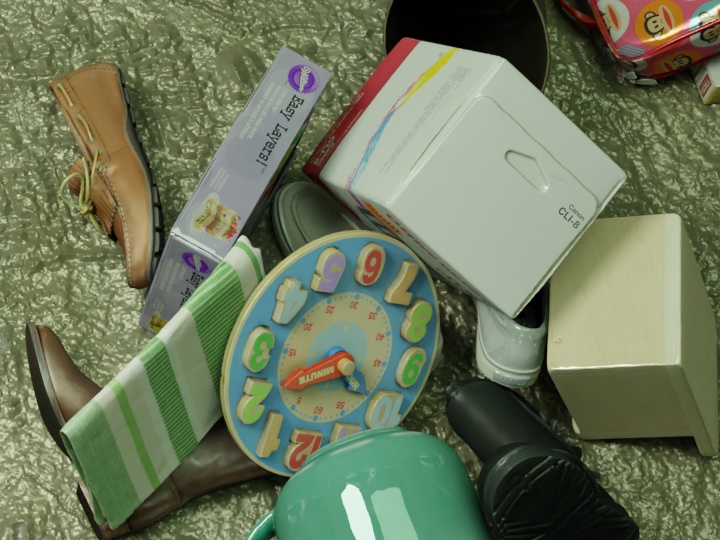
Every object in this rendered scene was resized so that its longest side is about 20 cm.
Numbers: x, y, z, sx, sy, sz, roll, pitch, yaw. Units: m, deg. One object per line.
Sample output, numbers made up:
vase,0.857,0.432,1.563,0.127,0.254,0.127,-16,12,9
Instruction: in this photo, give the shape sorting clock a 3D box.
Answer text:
shape sorting clock,-0.019,0.066,1.446,0.200,0.200,0.039,-28,39,-23

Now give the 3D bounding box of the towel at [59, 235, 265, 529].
towel,-0.133,0.083,1.386,0.023,0.153,0.200,32,64,24

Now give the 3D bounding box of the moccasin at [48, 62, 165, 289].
moccasin,-0.207,-0.075,1.545,0.078,0.074,0.202,-15,72,-10

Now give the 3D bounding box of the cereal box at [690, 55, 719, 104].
cereal box,0.355,-0.258,1.780,0.144,0.040,0.200,-12,68,-16

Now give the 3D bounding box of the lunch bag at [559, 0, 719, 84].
lunch bag,0.261,-0.275,1.720,0.176,0.082,0.200,-23,67,16

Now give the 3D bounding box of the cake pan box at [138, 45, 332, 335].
cake pan box,-0.099,-0.057,1.498,0.052,0.184,0.200,29,61,-3

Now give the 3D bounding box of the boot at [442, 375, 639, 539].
boot,0.116,0.138,1.440,0.073,0.198,0.163,-47,49,8

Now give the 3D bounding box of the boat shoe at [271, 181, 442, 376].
boat shoe,0.000,0.000,1.557,0.071,0.070,0.200,-28,74,-23

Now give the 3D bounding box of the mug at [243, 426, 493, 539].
mug,-0.001,0.188,1.416,0.185,0.152,0.115,-7,66,-30

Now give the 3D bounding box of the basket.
basket,0.096,-0.240,1.633,0.136,0.181,0.200,-4,37,10

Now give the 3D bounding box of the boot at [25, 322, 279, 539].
boot,-0.142,0.095,1.481,0.200,0.064,0.187,-22,84,-18

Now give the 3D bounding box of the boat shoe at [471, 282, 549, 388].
boat shoe,0.125,0.007,1.547,0.070,0.072,0.201,12,37,-11

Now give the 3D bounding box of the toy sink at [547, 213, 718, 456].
toy sink,0.219,0.059,1.544,0.112,0.200,0.131,-4,63,18

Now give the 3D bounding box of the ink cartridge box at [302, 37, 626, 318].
ink cartridge box,0.076,-0.077,1.483,0.145,0.200,0.145,40,85,-22
